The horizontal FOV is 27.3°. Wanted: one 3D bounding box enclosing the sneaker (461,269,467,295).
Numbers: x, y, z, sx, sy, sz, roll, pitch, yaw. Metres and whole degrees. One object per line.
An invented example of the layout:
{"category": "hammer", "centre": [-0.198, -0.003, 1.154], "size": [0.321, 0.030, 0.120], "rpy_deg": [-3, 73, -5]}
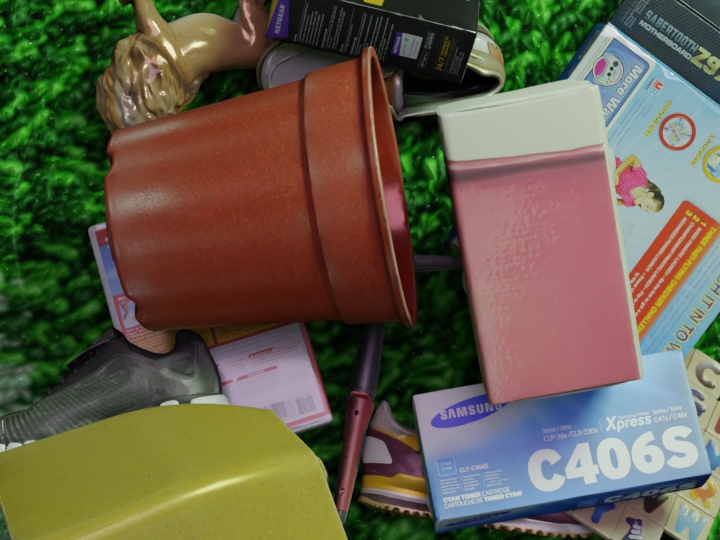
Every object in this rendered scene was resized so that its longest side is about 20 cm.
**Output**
{"category": "sneaker", "centre": [0.164, -0.043, 1.182], "size": [0.200, 0.071, 0.073], "rpy_deg": [-39, 96, 6]}

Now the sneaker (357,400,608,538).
{"category": "sneaker", "centre": [0.100, 0.149, 1.119], "size": [0.198, 0.075, 0.091], "rpy_deg": [9, 80, -5]}

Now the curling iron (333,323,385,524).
{"category": "curling iron", "centre": [-0.009, 0.099, 1.109], "size": [0.049, 0.026, 0.201], "rpy_deg": [22, 77, -18]}

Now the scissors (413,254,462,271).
{"category": "scissors", "centre": [0.000, 0.000, 1.162], "size": [0.199, 0.014, 0.074], "rpy_deg": [15, 78, 5]}

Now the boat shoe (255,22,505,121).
{"category": "boat shoe", "centre": [0.018, -0.159, 1.179], "size": [0.198, 0.075, 0.069], "rpy_deg": [-9, 36, -9]}

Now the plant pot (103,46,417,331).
{"category": "plant pot", "centre": [-0.070, -0.043, 1.061], "size": [0.194, 0.201, 0.202], "rpy_deg": [-9, 76, 6]}

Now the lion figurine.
{"category": "lion figurine", "centre": [-0.123, -0.180, 1.181], "size": [0.199, 0.072, 0.123], "rpy_deg": [-21, 86, -16]}

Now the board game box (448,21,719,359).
{"category": "board game box", "centre": [0.201, -0.048, 1.116], "size": [0.195, 0.056, 0.201], "rpy_deg": [35, 98, -5]}

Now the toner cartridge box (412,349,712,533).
{"category": "toner cartridge box", "centre": [0.143, 0.123, 1.068], "size": [0.198, 0.043, 0.096], "rpy_deg": [-10, 68, -2]}

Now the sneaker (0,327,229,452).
{"category": "sneaker", "centre": [-0.195, 0.092, 1.094], "size": [0.198, 0.066, 0.091], "rpy_deg": [-12, 76, 2]}

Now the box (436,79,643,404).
{"category": "box", "centre": [0.121, -0.024, 1.029], "size": [0.108, 0.128, 0.202], "rpy_deg": [-10, 98, 4]}

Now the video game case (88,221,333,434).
{"category": "video game case", "centre": [-0.116, 0.041, 1.141], "size": [0.142, 0.017, 0.201], "rpy_deg": [-17, 79, -3]}

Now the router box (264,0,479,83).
{"category": "router box", "centre": [0.016, -0.243, 1.175], "size": [0.156, 0.052, 0.201], "rpy_deg": [13, 44, -5]}

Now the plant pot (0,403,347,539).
{"category": "plant pot", "centre": [-0.112, 0.197, 0.990], "size": [0.199, 0.194, 0.197], "rpy_deg": [-23, 108, -14]}

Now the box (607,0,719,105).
{"category": "box", "centre": [0.287, -0.189, 1.178], "size": [0.157, 0.200, 0.051], "rpy_deg": [37, 119, 3]}

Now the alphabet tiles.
{"category": "alphabet tiles", "centre": [0.211, 0.120, 1.138], "size": [0.166, 0.006, 0.200], "rpy_deg": [32, 53, 3]}
